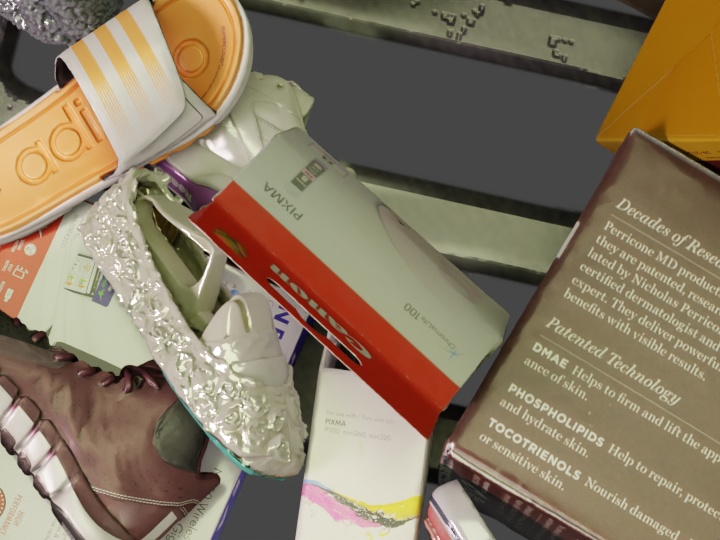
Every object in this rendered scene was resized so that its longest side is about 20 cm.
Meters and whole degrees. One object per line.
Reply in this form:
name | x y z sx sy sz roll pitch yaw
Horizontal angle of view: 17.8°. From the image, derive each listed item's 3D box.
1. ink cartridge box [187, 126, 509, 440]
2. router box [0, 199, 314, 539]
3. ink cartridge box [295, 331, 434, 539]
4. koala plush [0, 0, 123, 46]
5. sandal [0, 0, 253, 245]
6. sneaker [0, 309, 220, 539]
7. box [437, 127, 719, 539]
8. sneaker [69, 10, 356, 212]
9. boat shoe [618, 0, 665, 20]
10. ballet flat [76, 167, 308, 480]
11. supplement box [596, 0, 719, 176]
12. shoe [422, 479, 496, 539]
ink cartridge box | 0.000 0.000 1.179 0.162 0.200 0.057 42 96 0
router box | -0.144 0.076 1.299 0.178 0.049 0.201 23 80 4
ink cartridge box | 0.002 0.123 1.256 0.067 0.117 0.202 8 79 1
koala plush | -0.201 -0.262 1.272 0.182 0.201 0.178 19 59 21
sandal | -0.147 -0.082 1.259 0.206 0.059 0.079 -37 82 6
sneaker | -0.149 0.057 1.248 0.115 0.076 0.201 -36 92 -12
box | 0.160 0.065 1.243 0.163 0.166 0.201 30 80 7
sneaker | -0.088 -0.089 1.331 0.200 0.075 0.099 46 63 8
boat shoe | 0.174 -0.188 1.339 0.198 0.072 0.069 19 75 0
ballet flat | -0.085 0.020 1.219 0.072 0.072 0.200 -36 62 -6
supplement box | 0.276 -0.104 1.254 0.199 0.133 0.198 33 79 -23
shoe | 0.056 0.214 1.231 0.090 0.072 0.201 -26 113 -2
